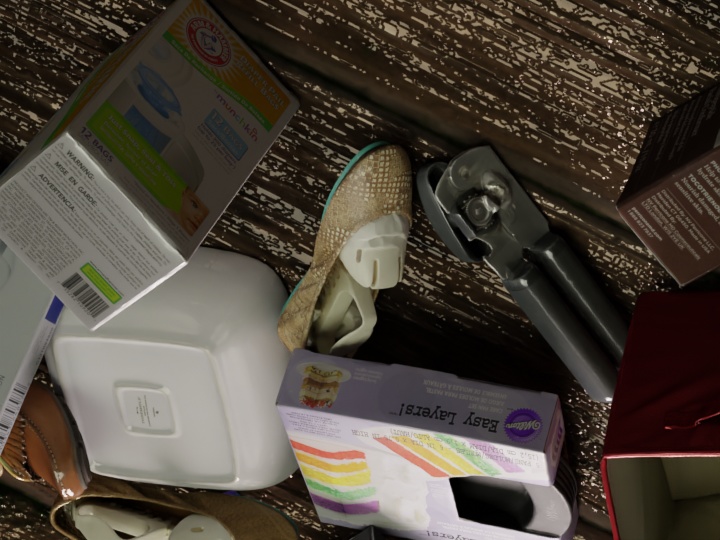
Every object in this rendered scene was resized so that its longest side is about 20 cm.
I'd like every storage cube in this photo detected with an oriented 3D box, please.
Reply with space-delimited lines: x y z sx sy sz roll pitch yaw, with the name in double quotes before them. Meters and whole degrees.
"storage cube" 0.258 0.126 1.423 0.170 0.180 0.200 -3 122 18

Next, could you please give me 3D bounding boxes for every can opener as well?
"can opener" 0.112 0.002 1.499 0.200 0.053 0.067 52 159 -18

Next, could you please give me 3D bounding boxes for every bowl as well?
"bowl" -0.142 0.080 1.638 0.199 0.075 0.200 4 124 19

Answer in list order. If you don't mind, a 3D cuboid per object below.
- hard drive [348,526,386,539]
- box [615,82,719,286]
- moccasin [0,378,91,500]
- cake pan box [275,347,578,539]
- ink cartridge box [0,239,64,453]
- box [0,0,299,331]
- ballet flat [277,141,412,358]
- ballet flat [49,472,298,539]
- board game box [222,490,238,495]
"hard drive" 0.020 0.296 1.672 0.140 0.038 0.200 -38 112 16
"box" 0.254 -0.081 1.335 0.200 0.100 0.075 -30 109 36
"moccasin" -0.262 0.110 1.646 0.201 0.078 0.074 39 145 41
"cake pan box" 0.054 0.133 1.568 0.199 0.052 0.184 10 152 14
"ink cartridge box" -0.313 0.016 1.594 0.200 0.200 0.041 20 173 12
"box" -0.139 -0.075 1.440 0.101 0.200 0.113 -34 105 36
"ballet flat" 0.000 0.000 1.518 0.065 0.070 0.200 58 146 29
"ballet flat" -0.146 0.194 1.672 0.199 0.072 0.068 13 111 24
"board game box" -0.106 0.275 1.782 0.134 0.045 0.200 -19 115 32
